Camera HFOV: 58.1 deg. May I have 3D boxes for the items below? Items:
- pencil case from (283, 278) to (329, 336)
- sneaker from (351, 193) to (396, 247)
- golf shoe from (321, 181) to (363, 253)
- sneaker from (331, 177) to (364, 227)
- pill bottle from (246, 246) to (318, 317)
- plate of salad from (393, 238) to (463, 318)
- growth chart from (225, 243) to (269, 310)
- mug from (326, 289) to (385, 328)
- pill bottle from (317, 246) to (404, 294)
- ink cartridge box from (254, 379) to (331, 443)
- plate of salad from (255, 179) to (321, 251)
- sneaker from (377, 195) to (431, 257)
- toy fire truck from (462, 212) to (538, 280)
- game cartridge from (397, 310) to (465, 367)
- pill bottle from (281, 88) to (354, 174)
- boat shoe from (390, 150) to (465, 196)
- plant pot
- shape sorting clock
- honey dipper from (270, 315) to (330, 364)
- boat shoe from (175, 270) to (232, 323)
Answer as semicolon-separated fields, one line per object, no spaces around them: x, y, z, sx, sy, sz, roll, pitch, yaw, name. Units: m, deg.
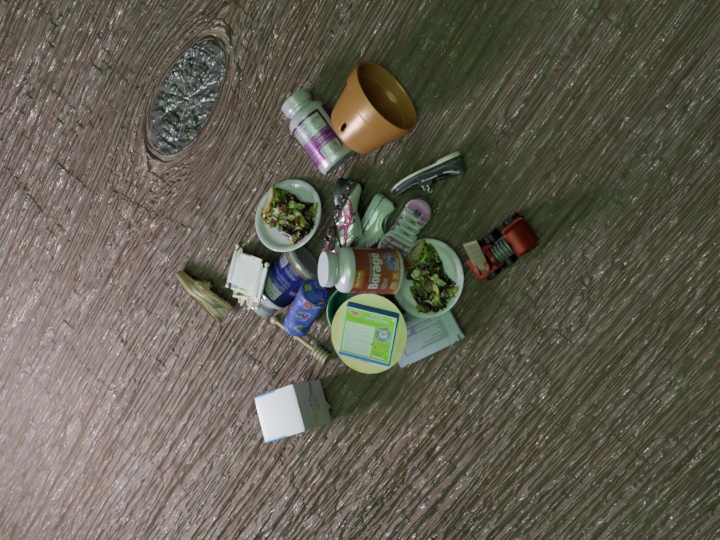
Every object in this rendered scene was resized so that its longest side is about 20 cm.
-0.144;0.102;1.725;0.085;0.079;0.201;14;144;-15;pencil case
0.028;-0.097;1.681;0.070;0.073;0.202;30;108;11;sneaker
-0.029;-0.123;1.632;0.090;0.073;0.203;18;106;-9;golf shoe
-0.032;-0.137;1.689;0.078;0.075;0.204;6;104;11;sneaker
-0.211;0.031;1.753;0.199;0.116;0.116;-40;90;20;pill bottle
0.166;0.020;1.657;0.196;0.048;0.205;-1;88;23;plate of salad
-0.310;0.020;1.757;0.199;0.018;0.147;24;98;48;growth chart
0.007;0.113;1.712;0.151;0.114;0.186;-37;91;19;mug
0.000;0.000;1.595;0.196;0.112;0.115;2;106;-21;pill bottle
-0.178;0.384;1.790;0.127;0.199;0.128;-21;79;18;ink cartridge box
-0.196;-0.150;1.711;0.196;0.048;0.204;-6;72;20;plate of salad
0.118;-0.112;1.652;0.080;0.089;0.201;31;123;-6;sneaker
0.324;-0.055;1.541;0.175;0.200;0.129;-37;92;19;toy fire truck
0.162;0.160;1.722;0.198;0.040;0.135;-27;97;19;game cartridge
-0.110;-0.355;1.642;0.112;0.112;0.201;-37;90;19;pill bottle
0.169;-0.226;1.615;0.197;0.073;0.064;-26;92;14;boat shoe
0.022;-0.381;1.571;0.139;0.200;0.201;-36;91;37;plant pot
0.022;0.159;1.636;0.196;0.039;0.205;2;99;14;shape sorting clock
-0.173;0.190;1.820;0.199;0.038;0.038;36;109;7;honey dipper
-0.449;0.063;1.858;0.200;0.071;0.065;42;75;11;boat shoe
